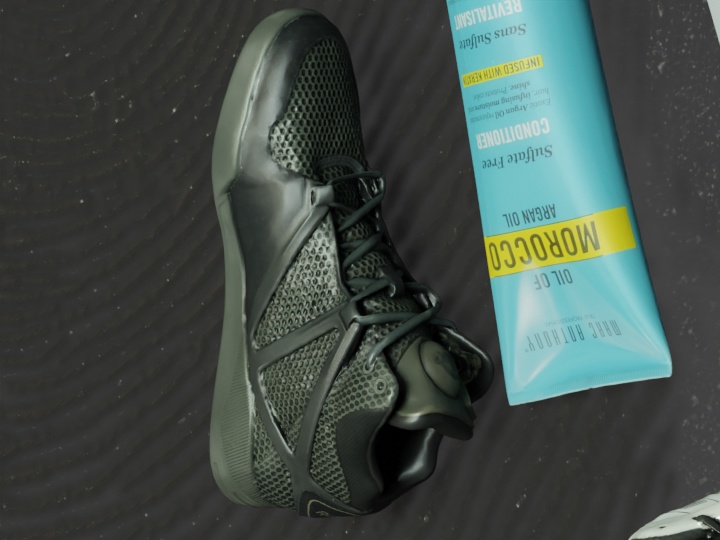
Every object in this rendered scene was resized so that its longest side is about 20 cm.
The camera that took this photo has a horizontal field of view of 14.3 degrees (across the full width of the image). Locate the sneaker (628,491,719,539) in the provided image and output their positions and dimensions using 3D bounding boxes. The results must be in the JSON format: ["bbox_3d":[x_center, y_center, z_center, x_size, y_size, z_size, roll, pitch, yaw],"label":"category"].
[{"bbox_3d":[0.142,0.102,0.984,0.200,0.088,0.076,-44,63,30],"label":"sneaker"}]

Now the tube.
[{"bbox_3d":[0.067,-0.053,1.076,0.077,0.050,0.201,-13,88,47],"label":"tube"}]

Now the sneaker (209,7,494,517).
[{"bbox_3d":[0.000,0.000,1.112,0.114,0.076,0.200,7,98,38],"label":"sneaker"}]

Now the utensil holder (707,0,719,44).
[{"bbox_3d":[0.174,-0.153,0.902,0.170,0.170,0.201,-24,74,38],"label":"utensil holder"}]
